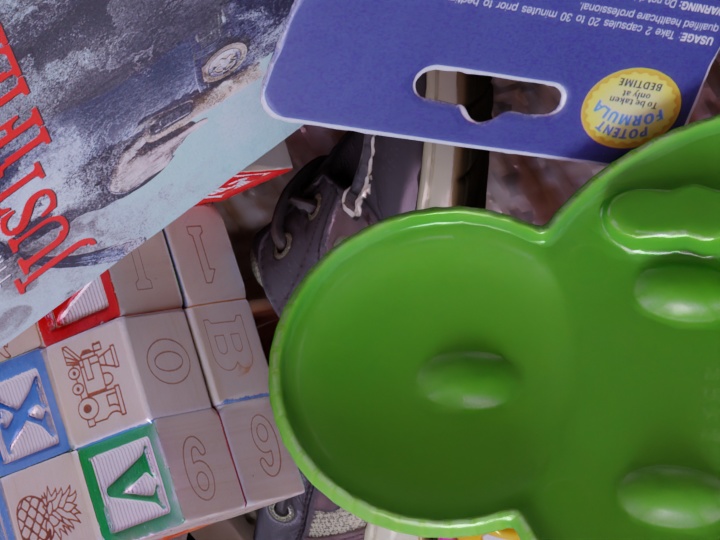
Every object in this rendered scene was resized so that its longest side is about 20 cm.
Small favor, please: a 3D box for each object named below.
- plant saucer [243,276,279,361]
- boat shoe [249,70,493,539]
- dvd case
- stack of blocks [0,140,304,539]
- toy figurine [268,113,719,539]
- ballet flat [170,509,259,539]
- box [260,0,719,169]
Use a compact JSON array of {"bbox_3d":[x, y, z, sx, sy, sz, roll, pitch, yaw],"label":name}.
[{"bbox_3d":[0.012,0.080,0.934,0.200,0.032,0.201,11,129,14],"label":"plant saucer"},{"bbox_3d":[0.000,0.000,0.823,0.066,0.072,0.201,7,111,8],"label":"boat shoe"},{"bbox_3d":[-0.082,-0.036,0.675,0.022,0.200,0.146,49,167,26],"label":"dvd case"},{"bbox_3d":[-0.082,-0.022,0.805,0.115,0.059,0.200,-21,82,33],"label":"stack of blocks"},{"bbox_3d":[0.084,0.067,0.733,0.199,0.150,0.184,3,153,6],"label":"toy figurine"},{"bbox_3d":[-0.055,0.060,0.880,0.068,0.067,0.200,-25,114,34],"label":"ballet flat"},{"bbox_3d":[0.053,-0.120,0.644,0.121,0.032,0.200,6,117,-32],"label":"box"}]
